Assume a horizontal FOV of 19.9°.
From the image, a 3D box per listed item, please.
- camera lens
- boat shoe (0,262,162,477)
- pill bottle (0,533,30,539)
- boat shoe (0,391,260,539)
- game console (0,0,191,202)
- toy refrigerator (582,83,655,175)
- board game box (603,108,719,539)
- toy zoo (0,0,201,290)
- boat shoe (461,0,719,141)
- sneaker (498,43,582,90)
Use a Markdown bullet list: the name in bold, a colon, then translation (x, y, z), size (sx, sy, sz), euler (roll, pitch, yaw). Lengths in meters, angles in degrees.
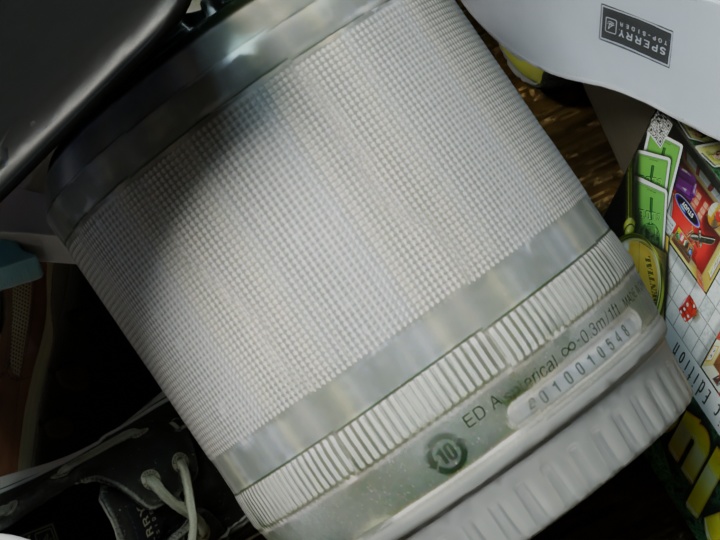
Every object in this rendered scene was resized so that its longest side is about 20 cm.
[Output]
- **camera lens**: translation (0.000, 0.000, 0.707), size (0.159, 0.160, 0.201), euler (-35, 88, -1)
- **boat shoe**: translation (-0.126, 0.025, 0.853), size (0.073, 0.075, 0.202), euler (-6, 70, 35)
- **pill bottle**: translation (-0.108, 0.149, 0.665), size (0.110, 0.200, 0.112), euler (-8, 67, 18)
- **boat shoe**: translation (-0.082, 0.092, 0.769), size (0.199, 0.071, 0.064), euler (-25, 17, -9)
- **game console**: translation (-0.126, -0.037, 0.679), size (0.200, 0.176, 0.117), euler (-43, 72, 5)
- **toy refrigerator**: translation (0.175, -0.124, 0.825), size (0.070, 0.076, 0.201), euler (22, 67, 37)
- **board game box**: translation (0.135, 0.043, 0.710), size (0.023, 0.105, 0.201), euler (-1, 40, -27)
- **toy zoo**: translation (-0.116, -0.074, 0.824), size (0.130, 0.021, 0.201), euler (14, 58, 16)
- **boat shoe**: translation (0.109, -0.104, 0.751), size (0.066, 0.070, 0.200), euler (-18, 34, -35)
- **sneaker**: translation (0.086, -0.168, 0.893), size (0.077, 0.090, 0.201), euler (-9, 54, 19)
